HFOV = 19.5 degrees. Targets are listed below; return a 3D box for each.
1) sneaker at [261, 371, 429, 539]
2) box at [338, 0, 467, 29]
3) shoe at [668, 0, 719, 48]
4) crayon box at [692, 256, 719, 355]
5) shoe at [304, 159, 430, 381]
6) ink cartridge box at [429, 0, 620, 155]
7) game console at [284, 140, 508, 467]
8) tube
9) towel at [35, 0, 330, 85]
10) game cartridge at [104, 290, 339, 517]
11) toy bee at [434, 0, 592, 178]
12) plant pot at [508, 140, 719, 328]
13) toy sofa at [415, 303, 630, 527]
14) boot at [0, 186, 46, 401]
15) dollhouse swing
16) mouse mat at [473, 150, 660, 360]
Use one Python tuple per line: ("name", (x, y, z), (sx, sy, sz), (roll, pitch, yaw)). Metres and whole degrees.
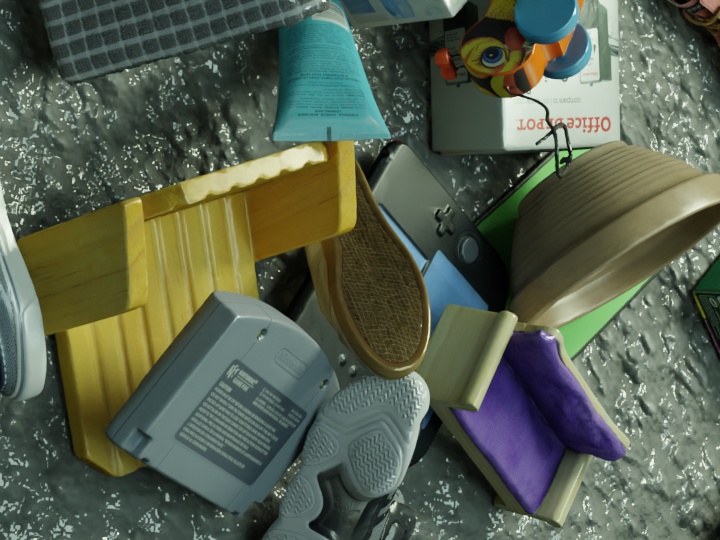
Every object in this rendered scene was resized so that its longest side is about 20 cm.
("sneaker", (0.004, 0.150, 1.519), (0.114, 0.075, 0.201), (-8, 131, -61))
("box", (0.008, -0.287, 1.522), (0.102, 0.112, 0.201), (-52, 122, -30))
("shoe", (0.311, -0.231, 1.837), (0.091, 0.071, 0.202), (-29, 105, -37))
("crayon box", (0.403, 0.046, 1.931), (0.173, 0.058, 0.201), (-46, 120, -32))
("shoe", (0.000, 0.000, 1.494), (0.069, 0.054, 0.201), (-9, 55, -15))
("ink cartridge box", (0.130, -0.192, 1.656), (0.146, 0.083, 0.202), (-6, 96, -42))
("game console", (0.029, 0.030, 1.595), (0.177, 0.031, 0.201), (51, 58, -37))
("tube", (-0.027, -0.135, 1.449), (0.077, 0.200, 0.051), (-6, 119, -2))
("towel", (-0.130, -0.218, 1.336), (0.086, 0.198, 0.167), (-69, 140, -61))
("game cartridge", (-0.085, 0.089, 1.419), (0.134, 0.041, 0.200), (-55, 153, -5))
("toy bee", (0.110, -0.174, 1.522), (0.201, 0.108, 0.132), (-67, 154, -42))
("plant pot", (0.190, -0.038, 1.661), (0.200, 0.201, 0.093), (-20, 74, -41))
("toy sofa", (0.125, 0.116, 1.620), (0.083, 0.097, 0.200), (-62, 143, -22))
("boot", (-0.264, -0.007, 1.312), (0.090, 0.073, 0.202), (-18, 95, -34))
("dollhouse swing", (-0.100, 0.028, 1.404), (0.199, 0.181, 0.177), (-19, 93, -41))
("mouse mat", (0.176, -0.019, 1.755), (0.200, 0.007, 0.162), (-41, 117, -35))
